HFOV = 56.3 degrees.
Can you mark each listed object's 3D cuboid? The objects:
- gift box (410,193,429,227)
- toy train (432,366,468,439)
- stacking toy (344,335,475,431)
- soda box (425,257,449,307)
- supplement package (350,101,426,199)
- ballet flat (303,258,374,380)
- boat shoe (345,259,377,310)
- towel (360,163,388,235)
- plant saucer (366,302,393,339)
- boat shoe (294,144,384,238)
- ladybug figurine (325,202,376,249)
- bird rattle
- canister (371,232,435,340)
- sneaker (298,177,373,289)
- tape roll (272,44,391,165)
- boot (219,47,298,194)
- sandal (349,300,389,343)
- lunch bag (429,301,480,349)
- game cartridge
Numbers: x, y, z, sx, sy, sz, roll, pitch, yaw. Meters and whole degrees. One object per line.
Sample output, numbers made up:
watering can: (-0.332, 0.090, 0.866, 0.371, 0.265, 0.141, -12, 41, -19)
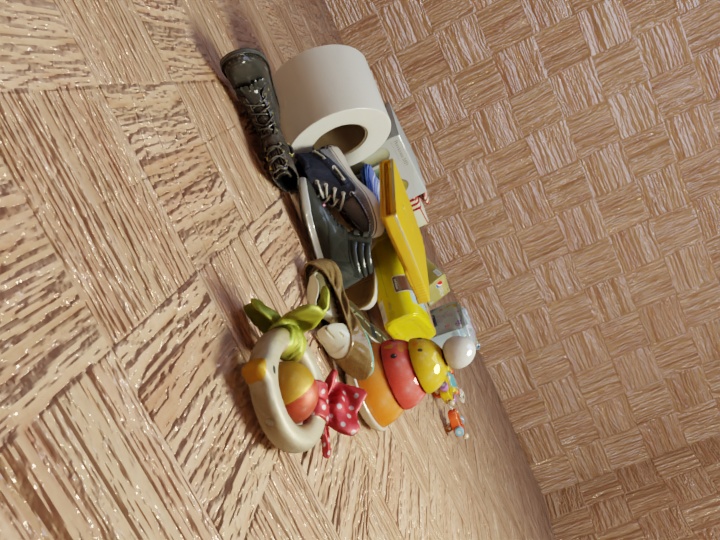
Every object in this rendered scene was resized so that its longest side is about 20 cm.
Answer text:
gift box: (0.057, -0.193, 1.614, 0.200, 0.185, 0.186, 53, 17, -52)
toy train: (0.223, 0.334, 1.709, 0.200, 0.055, 0.152, -66, 134, -70)
stacking toy: (0.084, 0.149, 1.043, 0.148, 0.198, 0.146, 66, 11, 0)
soda box: (0.117, -0.008, 1.562, 0.200, 0.064, 0.068, 45, -13, 40)
supplement package: (0.011, -0.218, 1.412, 0.152, 0.198, 0.152, 57, 15, -36)
ballet flat: (-0.042, 0.068, 0.992, 0.072, 0.067, 0.202, 13, 52, -51)
boat shoe: (0.000, 0.000, 1.268, 0.069, 0.070, 0.202, 51, 18, -47)
towel: (0.065, -0.104, 1.317, 0.200, 0.024, 0.146, 47, 24, -34)
plant saucer: (0.047, 0.087, 1.405, 0.202, 0.036, 0.201, 62, 12, -23)
boat shoe: (-0.044, -0.128, 1.147, 0.201, 0.092, 0.075, 55, -38, 27)
ladybug figurine: (-0.037, -0.103, 1.240, 0.135, 0.072, 0.202, 20, 44, -36)
bird rattle: (-0.073, 0.126, 0.727, 0.163, 0.111, 0.203, -52, 132, -64)
canister: (0.076, 0.035, 1.339, 0.149, 0.086, 0.202, 46, 25, -56)
sneaker: (-0.038, -0.066, 1.110, 0.071, 0.098, 0.202, 130, -58, -82)
tape roll: (-0.058, -0.290, 1.229, 0.141, 0.201, 0.203, 70, 12, 18)
boot: (-0.142, -0.224, 1.036, 0.200, 0.068, 0.176, 56, 14, -69)
sandal: (0.014, 0.130, 1.152, 0.200, 0.054, 0.081, 46, 13, -22)
lunch bag: (0.175, 0.153, 1.532, 0.200, 0.168, 0.129, 11, 58, -76)
game cartridge: (0.078, -0.069, 1.195, 0.177, 0.032, 0.201, -89, 161, -51)
